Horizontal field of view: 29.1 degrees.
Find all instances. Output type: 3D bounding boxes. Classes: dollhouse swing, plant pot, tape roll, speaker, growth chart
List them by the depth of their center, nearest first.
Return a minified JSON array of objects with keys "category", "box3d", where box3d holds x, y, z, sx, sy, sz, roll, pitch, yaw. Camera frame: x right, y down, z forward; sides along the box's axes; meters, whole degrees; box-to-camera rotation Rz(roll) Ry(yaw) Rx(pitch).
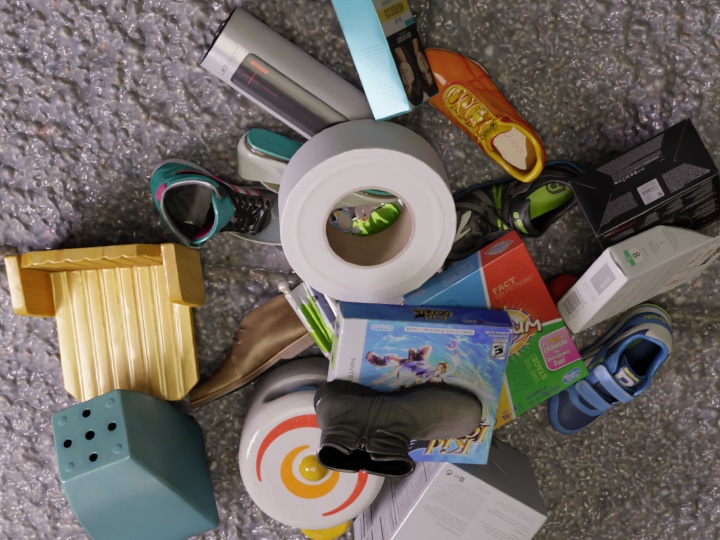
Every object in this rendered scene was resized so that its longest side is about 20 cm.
[{"category":"tape roll","box3d":[0.007,-0.064,1.557,0.200,0.071,0.204,-3,123,-5]},{"category":"speaker","box3d":[-0.080,-0.211,1.564,0.199,0.081,0.081,34,106,-13]},{"category":"dollhouse swing","box3d":[-0.289,0.067,1.609,0.197,0.182,0.178,-3,86,6]},{"category":"plant pot","box3d":[-0.277,0.232,1.639,0.140,0.143,0.200,-21,149,7]},{"category":"growth chart","box3d":[0.000,0.000,1.648,0.200,0.018,0.145,-40,99,-2]}]

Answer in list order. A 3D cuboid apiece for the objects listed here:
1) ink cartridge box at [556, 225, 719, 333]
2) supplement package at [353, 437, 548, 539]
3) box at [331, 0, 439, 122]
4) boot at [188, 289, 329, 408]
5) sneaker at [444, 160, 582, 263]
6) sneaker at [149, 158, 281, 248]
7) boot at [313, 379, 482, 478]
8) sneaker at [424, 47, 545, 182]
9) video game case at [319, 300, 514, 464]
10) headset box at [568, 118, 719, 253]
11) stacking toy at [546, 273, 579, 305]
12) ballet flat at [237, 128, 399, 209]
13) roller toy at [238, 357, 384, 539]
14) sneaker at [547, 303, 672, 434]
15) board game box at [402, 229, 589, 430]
[{"category":"ink cartridge box","box3d":[0.339,-0.009,1.596,0.198,0.161,0.050,-25,73,-24]},{"category":"supplement package","box3d":[0.106,0.310,1.721,0.151,0.151,0.201,30,107,-13]},{"category":"box","box3d":[0.019,-0.273,1.521,0.049,0.082,0.202,-14,104,32]},{"category":"boot","box3d":[-0.135,0.096,1.690,0.199,0.074,0.076,-34,92,4]},{"category":"sneaker","box3d":[0.171,-0.068,1.619,0.198,0.083,0.071,-24,107,7]},{"category":"sneaker","box3d":[-0.150,-0.066,1.593,0.198,0.121,0.084,17,109,-8]},{"category":"boot","box3d":[0.044,0.182,1.496,0.197,0.131,0.068,4,117,-10]},{"category":"sneaker","box3d":[0.138,-0.182,1.578,0.199,0.077,0.073,38,106,-5]},{"category":"video game case","box3d":[0.062,0.130,1.573,0.197,0.046,0.183,3,116,-10]},{"category":"headset box","box3d":[0.329,-0.077,1.574,0.148,0.200,0.078,-28,72,10]},{"category":"stacking toy","box3d":[0.177,0.045,1.667,0.198,0.085,0.086,-13,110,-1]},{"category":"ballet flat","box3d":[-0.051,-0.108,1.615,0.198,0.070,0.070,17,109,-11]},{"category":"roller toy","box3d":[-0.058,0.214,1.689,0.181,0.140,0.201,30,107,-11]},{"category":"sneaker","box3d":[0.304,0.129,1.696,0.074,0.082,0.200,35,108,-15]},{"category":"board game box","box3d":[0.159,0.075,1.616,0.152,0.040,0.201,-30,117,1]}]
